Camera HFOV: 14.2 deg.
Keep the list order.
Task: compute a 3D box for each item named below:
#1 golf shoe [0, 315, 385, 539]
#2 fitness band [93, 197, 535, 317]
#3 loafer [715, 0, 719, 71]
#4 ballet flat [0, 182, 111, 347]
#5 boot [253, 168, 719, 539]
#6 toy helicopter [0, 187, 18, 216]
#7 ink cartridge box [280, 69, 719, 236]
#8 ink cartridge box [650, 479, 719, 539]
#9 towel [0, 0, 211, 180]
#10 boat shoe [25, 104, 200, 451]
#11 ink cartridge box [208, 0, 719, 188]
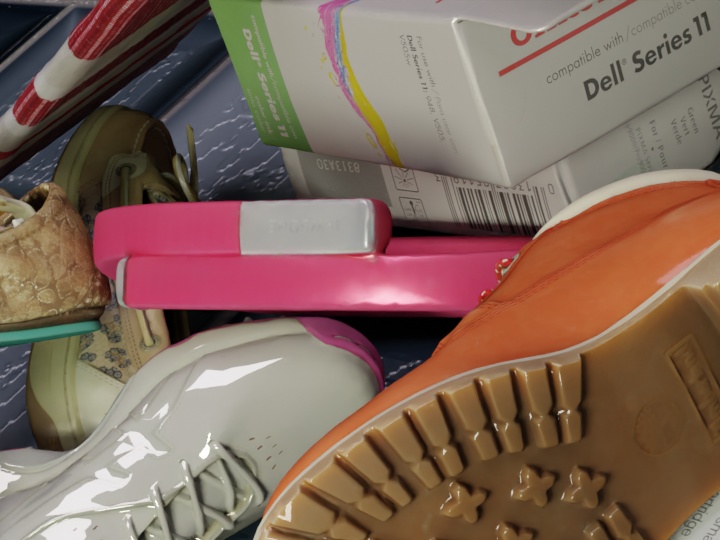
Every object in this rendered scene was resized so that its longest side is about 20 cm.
[{"bbox_3d":[-0.076,0.088,0.989,0.199,0.075,0.092,-30,36,15],"label":"golf shoe"},{"bbox_3d":[0.000,0.000,1.004,0.199,0.038,0.143,1,-4,36],"label":"fitness band"},{"bbox_3d":[0.201,-0.107,1.018,0.199,0.072,0.073,4,40,31],"label":"loafer"},{"bbox_3d":[-0.180,0.005,1.009,0.199,0.066,0.070,-10,-2,-39],"label":"ballet flat"},{"bbox_3d":[0.049,0.034,0.783,0.199,0.075,0.107,-28,24,-15],"label":"boot"},{"bbox_3d":[-0.191,0.053,1.104,0.200,0.079,0.132,-49,48,0],"label":"toy helicopter"},{"bbox_3d":[0.090,-0.077,1.140,0.200,0.050,0.161,-32,25,-34],"label":"ink cartridge box"},{"bbox_3d":[0.097,0.091,0.801,0.199,0.083,0.146,3,41,45],"label":"ink cartridge box"},{"bbox_3d":[-0.080,-0.103,1.111,0.144,0.023,0.200,-42,2,-41],"label":"towel"},{"bbox_3d":[-0.084,0.007,1.128,0.062,0.073,0.201,-14,42,14],"label":"boat shoe"},{"bbox_3d":[0.051,-0.087,1.043,0.117,0.068,0.200,-30,23,-27],"label":"ink cartridge box"}]
